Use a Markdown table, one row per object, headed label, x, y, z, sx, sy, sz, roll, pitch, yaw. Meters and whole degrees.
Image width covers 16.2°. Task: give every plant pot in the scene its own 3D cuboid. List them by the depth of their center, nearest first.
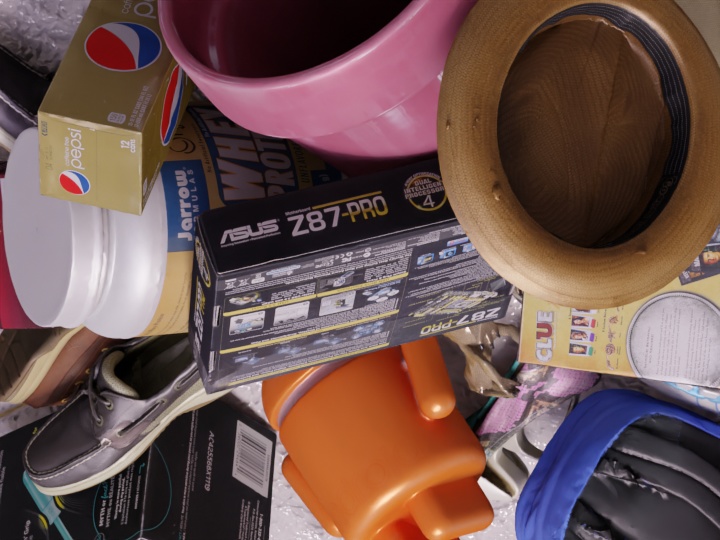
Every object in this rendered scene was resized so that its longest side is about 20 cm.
| label | x | y | z | sx | sy | sz | roll | pitch | yaw |
| --- | --- | --- | --- | --- | --- | --- | --- | --- | --- |
| plant pot | 0.009 | -0.140 | 1.481 | 0.199 | 0.201 | 0.179 | -10 | 145 | 25 |

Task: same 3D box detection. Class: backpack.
| label | x | y | z | sx | sy | sz | roll | pitch | yaw |
| --- | --- | --- | --- | --- | --- | --- | --- | --- | --- |
| backpack | 0.204 | 0.177 | 1.719 | 0.200 | 0.163 | 0.168 | 27 | 177 | -22 |

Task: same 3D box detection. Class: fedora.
| label | x | y | z | sx | sy | sz | roll | pitch | yaw |
| --- | --- | --- | --- | --- | --- | --- | --- | --- | --- |
| fedora | 0.114 | -0.073 | 1.414 | 0.200 | 0.201 | 0.082 | 33 | 160 | -17 |

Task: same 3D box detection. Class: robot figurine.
| label | x | y | z | sx | sy | sz | roll | pitch | yaw |
| --- | --- | --- | --- | --- | --- | --- | --- | --- | --- |
| robot figurine | 0.009 | 0.108 | 1.727 | 0.200 | 0.116 | 0.144 | 55 | 163 | 21 |

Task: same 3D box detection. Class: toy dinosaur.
| label | x | y | z | sx | sy | sz | roll | pitch | yaw |
| --- | --- | --- | --- | --- | --- | --- | --- | --- | --- |
| toy dinosaur | 0.064 | 0.016 | 1.641 | 0.101 | 0.058 | 0.201 | 14 | 132 | 53 |

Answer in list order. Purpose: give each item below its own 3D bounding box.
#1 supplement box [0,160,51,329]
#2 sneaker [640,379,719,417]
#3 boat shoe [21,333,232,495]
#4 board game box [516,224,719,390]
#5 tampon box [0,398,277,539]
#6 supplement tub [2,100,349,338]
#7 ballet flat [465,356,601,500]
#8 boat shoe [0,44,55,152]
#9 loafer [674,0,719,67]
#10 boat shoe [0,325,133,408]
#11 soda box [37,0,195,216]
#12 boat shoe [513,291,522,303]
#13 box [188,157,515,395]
| label | x | y | z | sx | sy | sz | roll | pitch | yaw |
| --- | --- | --- | --- | --- | --- | --- | --- | --- | --- |
| supplement box | -0.287 | -0.016 | 1.722 | 0.199 | 0.061 | 0.109 | -2 | 101 | 23 |
| sneaker | 0.262 | 0.085 | 1.699 | 0.199 | 0.075 | 0.087 | 16 | 141 | 0 |
| boat shoe | -0.158 | 0.080 | 1.747 | 0.200 | 0.072 | 0.066 | -32 | 141 | 10 |
| board game box | 0.172 | -0.035 | 1.553 | 0.135 | 0.035 | 0.201 | 8 | 102 | 14 |
| tampon box | -0.178 | 0.186 | 1.849 | 0.200 | 0.150 | 0.126 | -25 | 136 | 35 |
| supplement tub | -0.109 | -0.033 | 1.583 | 0.199 | 0.145 | 0.145 | -5 | 143 | -28 |
| ballet flat | 0.101 | 0.116 | 1.772 | 0.071 | 0.069 | 0.200 | 40 | 130 | 1 |
| boat shoe | -0.185 | -0.095 | 1.655 | 0.065 | 0.072 | 0.200 | -35 | 116 | 28 |
| loafer | 0.185 | -0.112 | 1.480 | 0.075 | 0.068 | 0.201 | 0 | 102 | 13 |
| boat shoe | -0.186 | 0.030 | 1.780 | 0.067 | 0.072 | 0.200 | 17 | 135 | -32 |
| soda box | -0.133 | -0.127 | 1.510 | 0.064 | 0.200 | 0.068 | 11 | 135 | 6 |
| boat shoe | 0.166 | -0.036 | 1.607 | 0.200 | 0.076 | 0.072 | -22 | 121 | 29 |
| box | 0.000 | 0.000 | 1.503 | 0.199 | 0.049 | 0.161 | -14 | 153 | -12 |
